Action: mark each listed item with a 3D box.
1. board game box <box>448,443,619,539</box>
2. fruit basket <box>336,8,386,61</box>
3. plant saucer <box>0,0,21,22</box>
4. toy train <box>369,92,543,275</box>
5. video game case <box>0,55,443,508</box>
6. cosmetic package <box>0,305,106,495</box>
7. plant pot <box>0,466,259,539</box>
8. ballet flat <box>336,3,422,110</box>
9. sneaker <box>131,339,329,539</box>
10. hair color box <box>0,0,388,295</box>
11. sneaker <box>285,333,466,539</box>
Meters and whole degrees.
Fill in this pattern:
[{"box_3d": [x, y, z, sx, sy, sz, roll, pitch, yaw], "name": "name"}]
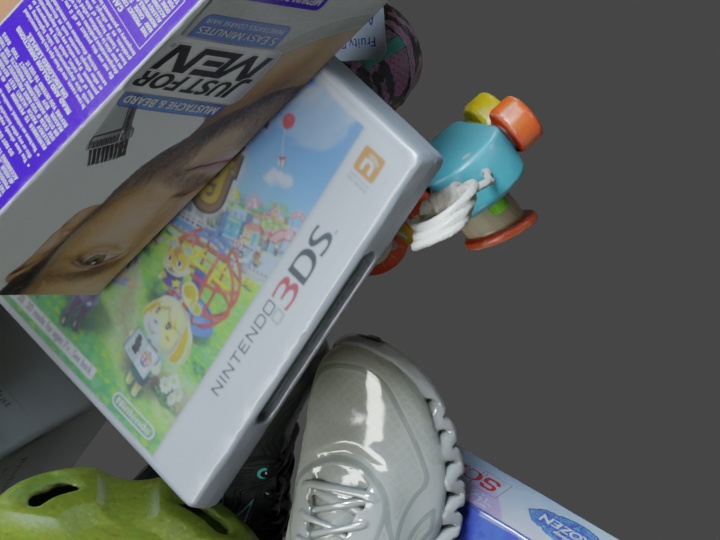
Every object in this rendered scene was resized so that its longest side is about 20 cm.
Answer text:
[{"box_3d": [0.050, 0.191, 1.250, 0.200, 0.041, 0.200, 29, 120, 23], "name": "board game box"}, {"box_3d": [-0.079, -0.184, 1.160, 0.185, 0.094, 0.201, 0, 95, 34], "name": "fruit basket"}, {"box_3d": [-0.153, -0.157, 1.118, 0.200, 0.037, 0.201, -1, 89, 62], "name": "plant saucer"}, {"box_3d": [0.000, 0.000, 1.157, 0.200, 0.150, 0.056, -24, 113, 38], "name": "toy train"}, {"box_3d": [-0.082, -0.035, 1.118, 0.200, 0.022, 0.182, 44, 112, 26], "name": "video game case"}, {"box_3d": [-0.257, 0.079, 1.316, 0.165, 0.200, 0.165, 46, 124, 10], "name": "cosmetic package"}, {"box_3d": [-0.122, 0.199, 1.230, 0.200, 0.200, 0.185, 26, 119, 24], "name": "plant pot"}, {"box_3d": [-0.059, -0.060, 1.215, 0.200, 0.071, 0.069, -27, 92, 37], "name": "ballet flat"}, {"box_3d": [-0.057, 0.097, 1.281, 0.079, 0.075, 0.200, 38, 131, 0], "name": "sneaker"}, {"box_3d": [-0.088, -0.073, 1.044, 0.200, 0.109, 0.065, -42, 68, 27], "name": "hair color box"}, {"box_3d": [-0.003, 0.128, 1.190, 0.075, 0.081, 0.201, 11, 109, 32], "name": "sneaker"}]
